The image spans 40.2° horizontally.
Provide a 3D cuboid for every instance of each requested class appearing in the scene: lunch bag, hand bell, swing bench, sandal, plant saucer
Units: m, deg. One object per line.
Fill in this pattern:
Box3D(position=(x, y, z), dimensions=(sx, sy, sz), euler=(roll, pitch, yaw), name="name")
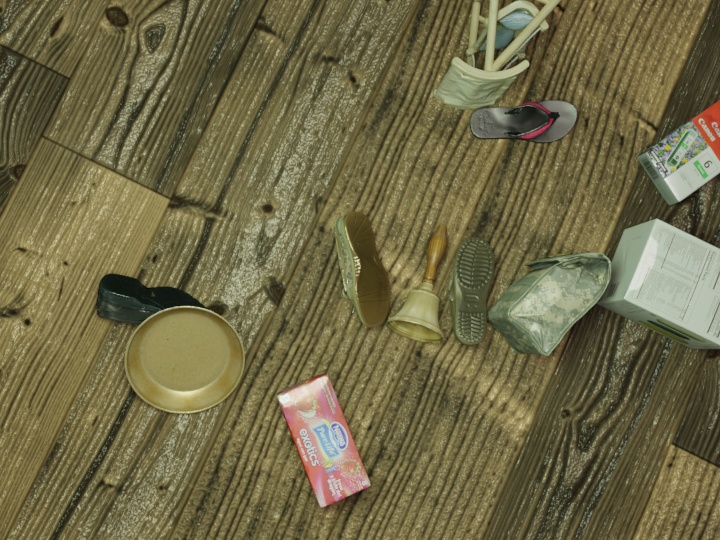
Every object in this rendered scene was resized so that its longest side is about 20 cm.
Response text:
Box3D(position=(0.325, 0.040, 1.684), dimensions=(0.200, 0.164, 0.118), euler=(-45, 94, -8), name="lunch bag")
Box3D(position=(0.121, 0.014, 1.719), dimensions=(0.103, 0.104, 0.202), euler=(18, 71, -4), name="hand bell")
Box3D(position=(0.230, -0.382, 1.694), dimensions=(0.129, 0.199, 0.202), euler=(24, 84, -3), name="swing bench")
Box3D(position=(0.296, -0.267, 1.767), dimensions=(0.197, 0.045, 0.076), euler=(-5, 85, -6), name="sandal")
Box3D(position=(-0.294, 0.144, 1.650), dimensions=(0.197, 0.036, 0.203), euler=(-4, 114, -9), name="plant saucer")

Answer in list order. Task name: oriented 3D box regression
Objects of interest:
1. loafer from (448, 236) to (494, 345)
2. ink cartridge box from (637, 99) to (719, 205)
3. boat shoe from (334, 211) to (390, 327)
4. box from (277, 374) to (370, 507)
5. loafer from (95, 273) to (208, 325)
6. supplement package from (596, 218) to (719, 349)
Box3D(position=(0.187, 0.038, 1.724), dimensions=(0.075, 0.068, 0.202), euler=(13, 69, -8), name="loafer")
Box3D(position=(0.617, -0.220, 1.792), dimensions=(0.199, 0.050, 0.110), euler=(-34, 89, -7), name="ink cartridge box")
Box3D(position=(0.000, 0.000, 1.716), dimensions=(0.073, 0.062, 0.203), euler=(-9, 88, -32), name="boat shoe")
Box3D(position=(-0.064, 0.282, 1.659), dimensions=(0.094, 0.100, 0.202), euler=(-22, 87, -7), name="box")
Box3D(position=(-0.351, 0.068, 1.675), dimensions=(0.198, 0.073, 0.073), euler=(19, 122, -10), name="loafer")
Box3D(position=(0.546, 0.028, 1.713), dimensions=(0.198, 0.152, 0.152), euler=(25, 84, -3), name="supplement package")
